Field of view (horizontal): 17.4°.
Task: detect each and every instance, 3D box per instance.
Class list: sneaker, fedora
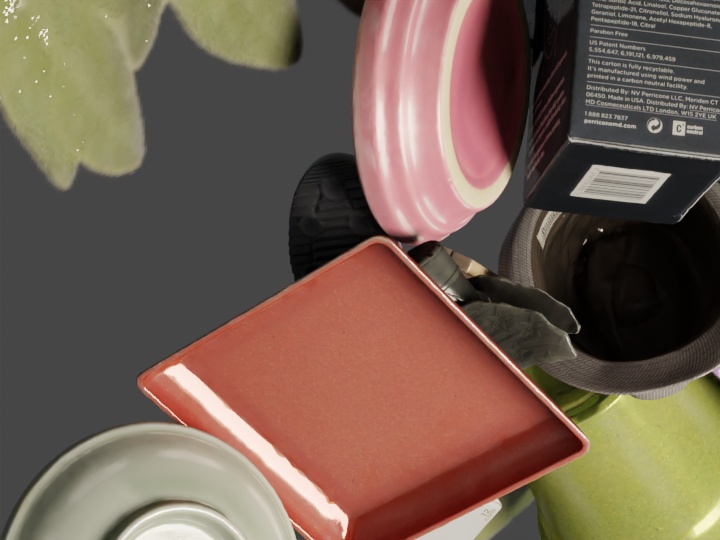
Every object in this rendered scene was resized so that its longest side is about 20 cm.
[{"bbox_3d":[0.028,0.055,1.447,0.200,0.104,0.060,-35,-164,25],"label":"sneaker"},{"bbox_3d":[0.000,0.000,1.504,0.082,0.070,0.200,-67,155,-52],"label":"sneaker"},{"bbox_3d":[0.186,0.017,1.601,0.176,0.200,0.090,-20,147,1],"label":"fedora"}]

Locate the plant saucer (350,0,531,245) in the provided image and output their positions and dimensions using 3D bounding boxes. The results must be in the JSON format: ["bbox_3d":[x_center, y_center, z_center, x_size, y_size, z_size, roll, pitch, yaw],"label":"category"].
[{"bbox_3d":[0.056,-0.114,1.446,0.200,0.051,0.201,5,90,-66],"label":"plant saucer"}]

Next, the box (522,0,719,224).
[{"bbox_3d":[0.170,-0.147,1.460,0.148,0.107,0.201,117,-21,-75],"label":"box"}]

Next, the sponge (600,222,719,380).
[{"bbox_3d":[0.250,0.041,1.716,0.030,0.200,0.112,-44,173,11],"label":"sponge"}]

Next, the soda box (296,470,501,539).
[{"bbox_3d":[-0.001,0.192,1.535,0.064,0.068,0.200,26,113,-35],"label":"soda box"}]

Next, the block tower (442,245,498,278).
[{"bbox_3d":[0.035,0.085,1.601,0.058,0.054,0.200,29,87,-56],"label":"block tower"}]

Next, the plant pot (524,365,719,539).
[{"bbox_3d":[0.184,0.111,1.723,0.201,0.200,0.184,-53,134,-16],"label":"plant pot"}]

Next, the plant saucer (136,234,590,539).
[{"bbox_3d":[0.003,0.075,1.408,0.200,0.199,0.037,44,33,-26],"label":"plant saucer"}]

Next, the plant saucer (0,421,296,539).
[{"bbox_3d":[-0.114,0.188,1.375,0.200,0.050,0.201,2,86,-30],"label":"plant saucer"}]

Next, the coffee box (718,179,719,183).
[{"bbox_3d":[0.351,0.046,1.873,0.198,0.200,0.200,-26,131,-45],"label":"coffee box"}]

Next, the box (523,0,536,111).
[{"bbox_3d":[0.181,-0.190,1.629,0.200,0.044,0.160,-54,145,-15],"label":"box"}]
